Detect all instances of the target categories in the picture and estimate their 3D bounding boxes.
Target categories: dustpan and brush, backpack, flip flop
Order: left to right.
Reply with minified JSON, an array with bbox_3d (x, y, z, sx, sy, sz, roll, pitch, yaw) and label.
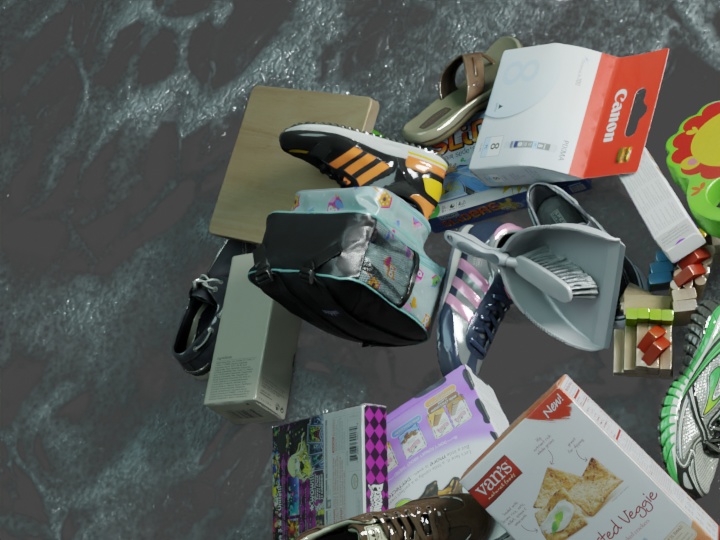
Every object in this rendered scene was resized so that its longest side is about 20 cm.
[{"bbox_3d":[0.000,0.000,1.487,0.176,0.200,0.154,-3,56,42],"label":"backpack"},{"bbox_3d":[0.120,-0.221,1.594,0.200,0.058,0.081,-41,28,-20],"label":"flip flop"},{"bbox_3d":[0.174,-0.005,1.399,0.057,0.140,0.200,-24,40,-34],"label":"dustpan and brush"}]

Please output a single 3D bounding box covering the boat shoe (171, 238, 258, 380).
[{"bbox_3d":[-0.182,0.035,1.682,0.073,0.063,0.200,3,66,36],"label":"boat shoe"}]

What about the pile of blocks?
[{"bbox_3d":[0.307,0.015,1.327,0.082,0.062,0.200,26,75,18],"label":"pile of blocks"}]

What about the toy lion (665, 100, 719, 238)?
[{"bbox_3d":[0.389,-0.107,1.342,0.191,0.069,0.200,6,48,41],"label":"toy lion"}]

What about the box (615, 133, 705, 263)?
[{"bbox_3d":[0.301,-0.077,1.378,0.041,0.039,0.200,-36,26,14],"label":"box"}]

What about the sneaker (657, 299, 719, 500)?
[{"bbox_3d":[0.337,0.120,1.256,0.085,0.078,0.200,8,69,36],"label":"sneaker"}]

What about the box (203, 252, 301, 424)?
[{"bbox_3d":[-0.123,0.079,1.611,0.082,0.068,0.200,-7,60,32],"label":"box"}]

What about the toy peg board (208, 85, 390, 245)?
[{"bbox_3d":[-0.062,-0.115,1.678,0.200,0.098,0.200,12,82,39],"label":"toy peg board"}]

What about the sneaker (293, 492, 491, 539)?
[{"bbox_3d":[0.027,0.258,1.264,0.200,0.076,0.071,-18,74,4],"label":"sneaker"}]

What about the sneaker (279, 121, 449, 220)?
[{"bbox_3d":[-0.002,-0.110,1.543,0.200,0.070,0.090,13,81,1],"label":"sneaker"}]

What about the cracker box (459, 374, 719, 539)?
[{"bbox_3d":[0.208,0.213,1.220,0.200,0.058,0.134,45,107,7],"label":"cracker box"}]

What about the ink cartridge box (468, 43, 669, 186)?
[{"bbox_3d":[0.226,-0.176,1.469,0.200,0.047,0.160,-2,61,44],"label":"ink cartridge box"}]

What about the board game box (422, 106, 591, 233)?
[{"bbox_3d":[0.166,-0.131,1.555,0.200,0.034,0.136,-16,56,27],"label":"board game box"}]

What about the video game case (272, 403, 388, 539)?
[{"bbox_3d":[-0.034,0.250,1.393,0.181,0.036,0.201,-22,65,52],"label":"video game case"}]

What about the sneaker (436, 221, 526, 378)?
[{"bbox_3d":[0.136,0.034,1.455,0.082,0.070,0.200,-7,62,34],"label":"sneaker"}]

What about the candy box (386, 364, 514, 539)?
[{"bbox_3d":[0.089,0.227,1.371,0.168,0.072,0.200,-34,48,13],"label":"candy box"}]

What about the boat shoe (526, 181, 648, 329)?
[{"bbox_3d":[0.236,-0.021,1.417,0.072,0.068,0.200,-37,50,11],"label":"boat shoe"}]
